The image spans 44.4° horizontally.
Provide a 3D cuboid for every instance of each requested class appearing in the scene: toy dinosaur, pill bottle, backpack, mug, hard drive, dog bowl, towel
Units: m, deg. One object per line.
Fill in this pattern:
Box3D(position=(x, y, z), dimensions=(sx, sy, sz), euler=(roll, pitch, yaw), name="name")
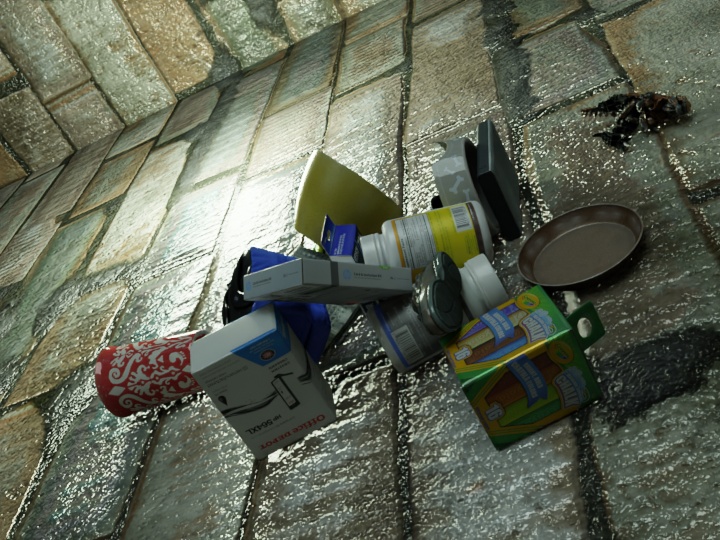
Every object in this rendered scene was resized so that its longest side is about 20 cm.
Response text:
Box3D(position=(0.491, -0.282, 1.604), dimensions=(0.136, 0.102, 0.200), euler=(-31, 6, -34), name="toy dinosaur")
Box3D(position=(0.104, -0.038, 1.408), dimensions=(0.200, 0.109, 0.109), euler=(-13, 29, 2), name="pill bottle")
Box3D(position=(-0.144, 0.069, 1.454), dimensions=(0.163, 0.168, 0.200), euler=(-63, 27, 26), name="backpack")
Box3D(position=(-0.360, 0.169, 1.627), dimensions=(0.200, 0.134, 0.178), euler=(-16, 33, 19), name="mug")
Box3D(position=(0.245, -0.164, 1.565), dimensions=(0.033, 0.140, 0.200), euler=(-21, 30, 20), name="hard drive")
Box3D(position=(0.121, 0.062, 1.345), dimensions=(0.200, 0.114, 0.114), euler=(-29, 28, 3), name="pill bottle")
Box3D(position=(0.188, -0.139, 1.530), dimensions=(0.059, 0.200, 0.200), euler=(-20, 30, 21), name="dog bowl")
Box3D(position=(-0.088, 0.056, 1.579), dimensions=(0.200, 0.035, 0.193), euler=(22, 60, 30), name="towel")

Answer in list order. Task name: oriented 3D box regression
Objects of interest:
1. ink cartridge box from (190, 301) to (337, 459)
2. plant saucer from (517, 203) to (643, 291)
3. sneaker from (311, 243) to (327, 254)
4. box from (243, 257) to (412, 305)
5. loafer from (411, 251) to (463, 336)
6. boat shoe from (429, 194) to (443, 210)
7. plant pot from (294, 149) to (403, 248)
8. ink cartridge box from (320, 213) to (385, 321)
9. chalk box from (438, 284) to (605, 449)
Box3D(position=(-0.144, 0.170, 1.338), dimensions=(0.146, 0.200, 0.084), euler=(-28, 30, 5), name="ink cartridge box")
Box3D(position=(0.343, -0.031, 1.369), dimensions=(0.200, 0.035, 0.200), euler=(-24, 28, 13), name="plant saucer")
Box3D(position=(-0.089, 0.017, 1.690), dimensions=(0.084, 0.074, 0.200), euler=(-46, 13, 53), name="sneaker")
Box3D(position=(-0.047, 0.020, 1.300), dimensions=(0.156, 0.200, 0.041), euler=(-15, 73, 51), name="box")
Box3D(position=(0.101, 0.042, 1.223), dimensions=(0.063, 0.072, 0.200), euler=(-34, 15, 22), name="loafer")
Box3D(position=(0.153, -0.071, 1.585), dimensions=(0.073, 0.063, 0.200), euler=(-24, 29, 12), name="boat shoe")
Box3D(position=(-0.043, -0.107, 1.630), dimensions=(0.142, 0.200, 0.200), euler=(-55, 30, 0), name="plant pot")
Box3D(position=(0.000, 0.000, 1.472), dimensions=(0.039, 0.200, 0.100), euler=(-22, 30, 19), name="ink cartridge box")
Box3D(position=(0.226, 0.114, 1.149), dimensions=(0.200, 0.125, 0.124), euler=(-29, 28, 6), name="chalk box")
